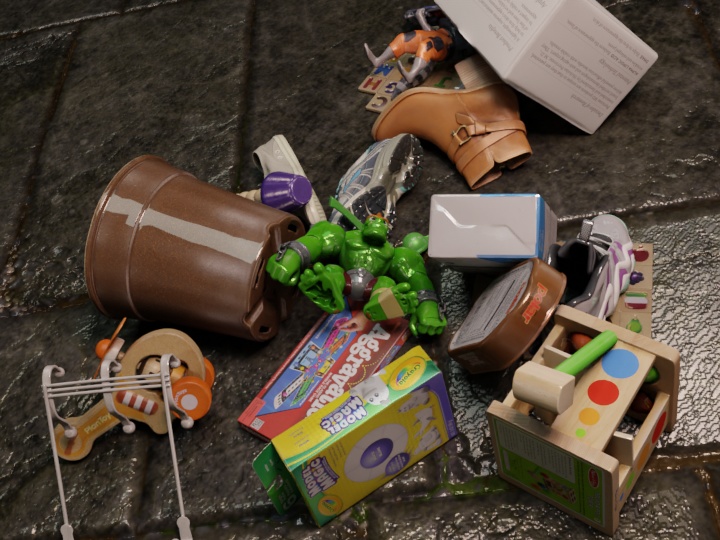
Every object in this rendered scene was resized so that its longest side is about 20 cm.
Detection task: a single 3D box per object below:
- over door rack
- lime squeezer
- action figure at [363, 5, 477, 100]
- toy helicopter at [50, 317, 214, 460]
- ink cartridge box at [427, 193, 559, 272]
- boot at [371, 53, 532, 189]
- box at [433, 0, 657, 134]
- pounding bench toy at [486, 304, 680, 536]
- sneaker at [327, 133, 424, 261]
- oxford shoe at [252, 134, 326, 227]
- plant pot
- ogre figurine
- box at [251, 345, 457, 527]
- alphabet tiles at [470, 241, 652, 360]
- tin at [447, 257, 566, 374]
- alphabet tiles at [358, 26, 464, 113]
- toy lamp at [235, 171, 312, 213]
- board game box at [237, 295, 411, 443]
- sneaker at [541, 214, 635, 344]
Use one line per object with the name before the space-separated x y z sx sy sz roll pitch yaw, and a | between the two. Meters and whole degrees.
over door rack | -0.251 0.193 0.978 0.146 0.067 0.202 -6 84 10
lime squeezer | 0.051 -0.046 1.139 0.198 0.071 0.038 4 5 -20
action figure | 0.105 -0.329 1.360 0.192 0.105 0.200 -25 20 -16
toy helicopter | -0.264 0.135 1.034 0.199 0.133 0.079 -36 17 6
ink cartridge box | 0.154 -0.035 1.039 0.115 0.200 0.069 1 85 19
boot | 0.116 -0.171 1.222 0.199 0.074 0.156 -30 71 26
box | 0.233 -0.308 1.198 0.131 0.199 0.200 -50 44 22
pounding bench toy | 0.210 0.109 0.862 0.124 0.201 0.156 23 60 31
sneaker | 0.004 -0.088 1.192 0.086 0.078 0.200 3 48 45
oxford shoe | -0.093 -0.106 1.222 0.057 0.075 0.200 -27 44 -5
plant pot | -0.180 -0.016 1.097 0.197 0.201 0.201 14 55 17
ogre figurine | 0.000 0.000 1.060 0.198 0.099 0.120 2 36 4
box | -0.003 0.171 0.925 0.199 0.118 0.048 -30 48 -11
alphabet tiles | 0.224 0.032 1.056 0.198 0.008 0.168 1 51 17
tin | 0.141 0.047 0.942 0.042 0.200 0.113 31 77 -4
alphabet tiles | 0.098 -0.290 1.371 0.165 0.006 0.200 18 57 28
toy lamp | -0.135 -0.088 1.177 0.199 0.058 0.058 -6 42 49
board game box | -0.037 0.116 1.048 0.102 0.020 0.200 23 59 29
sneaker | 0.242 -0.015 0.991 0.077 0.140 0.201 9 53 23
